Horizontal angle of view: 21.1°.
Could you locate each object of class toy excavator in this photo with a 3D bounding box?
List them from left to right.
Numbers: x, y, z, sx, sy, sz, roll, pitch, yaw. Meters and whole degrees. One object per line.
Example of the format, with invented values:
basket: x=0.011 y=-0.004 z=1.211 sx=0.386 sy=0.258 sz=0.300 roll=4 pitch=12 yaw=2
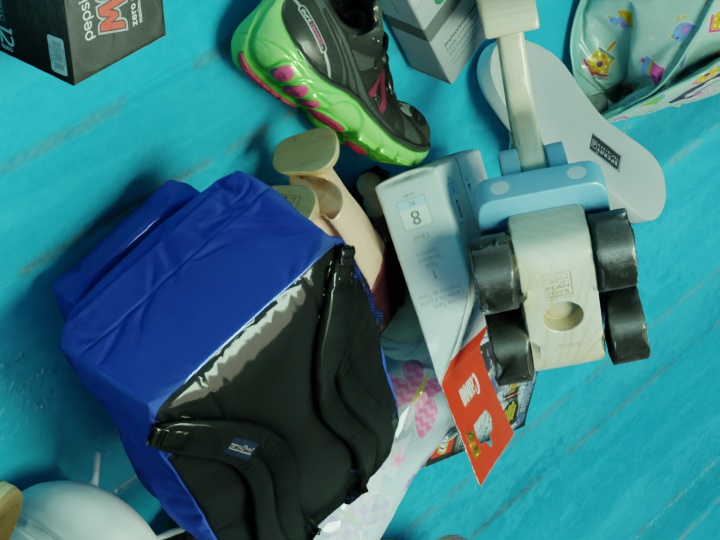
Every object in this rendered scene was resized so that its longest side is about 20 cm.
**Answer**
toy excavator: x=0.108 y=-0.058 z=1.215 sx=0.099 sy=0.201 sz=0.195 roll=-12 pitch=132 yaw=3

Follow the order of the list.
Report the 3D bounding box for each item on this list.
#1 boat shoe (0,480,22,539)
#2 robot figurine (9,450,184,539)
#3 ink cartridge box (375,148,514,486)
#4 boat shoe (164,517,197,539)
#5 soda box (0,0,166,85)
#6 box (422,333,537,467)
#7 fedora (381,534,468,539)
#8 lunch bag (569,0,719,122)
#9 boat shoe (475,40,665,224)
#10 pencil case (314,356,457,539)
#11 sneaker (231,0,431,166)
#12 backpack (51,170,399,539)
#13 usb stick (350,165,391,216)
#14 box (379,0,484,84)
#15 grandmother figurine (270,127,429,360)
boat shoe: x=-0.262 y=0.177 z=1.011 sx=0.200 sy=0.072 sz=0.072 roll=-50 pitch=170 yaw=-6
robot figurine: x=-0.186 y=0.203 z=1.098 sx=0.170 sy=0.113 sz=0.200 roll=47 pitch=69 yaw=-25
ink cartridge box: x=0.075 y=0.025 z=1.267 sx=0.160 sy=0.047 sz=0.201 roll=-31 pitch=102 yaw=-76
boat shoe: x=-0.083 y=0.203 z=1.216 sx=0.068 sy=0.072 sz=0.201 roll=54 pitch=28 yaw=-38
soda box: x=-0.145 y=-0.197 z=0.930 sx=0.071 sy=0.063 sz=0.201 roll=-35 pitch=138 yaw=-37
box: x=0.095 y=0.038 z=1.452 sx=0.137 sy=0.040 sz=0.201 roll=-15 pitch=124 yaw=-49
fedora: x=0.015 y=0.281 z=1.459 sx=0.201 sy=0.090 sz=0.177 roll=-59 pitch=149 yaw=-19
lunch bag: x=0.250 y=-0.202 z=1.438 sx=0.170 sy=0.122 sz=0.201 roll=-19 pitch=136 yaw=-51
boat shoe: x=0.140 y=-0.096 z=1.396 sx=0.200 sy=0.065 sz=0.072 roll=32 pitch=62 yaw=-37
pencil case: x=0.000 y=0.140 z=1.347 sx=0.091 sy=0.083 sz=0.201 roll=44 pitch=75 yaw=-33
sneaker: x=-0.002 y=-0.122 z=1.175 sx=0.084 sy=0.076 sz=0.200 roll=-63 pitch=151 yaw=-5
backpack: x=-0.071 y=0.057 z=1.106 sx=0.162 sy=0.168 sz=0.201 roll=-39 pitch=138 yaw=-14
usb stick: x=-0.027 y=0.025 z=1.279 sx=0.201 sy=0.032 sz=0.055 roll=-61 pitch=154 yaw=-6
box: x=0.056 y=-0.237 z=1.209 sx=0.156 sy=0.041 sz=0.200 roll=-55 pitch=145 yaw=-16
grandmother figurine: x=0.000 y=0.000 z=1.215 sx=0.122 sy=0.060 sz=0.200 roll=-62 pitch=144 yaw=-16
